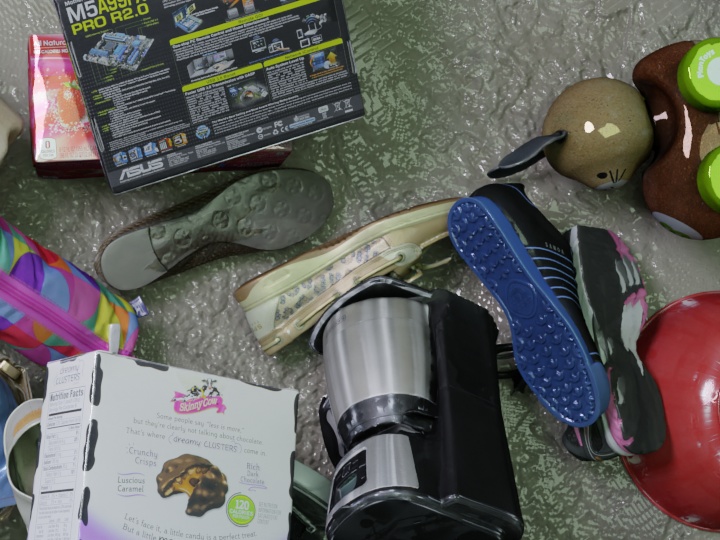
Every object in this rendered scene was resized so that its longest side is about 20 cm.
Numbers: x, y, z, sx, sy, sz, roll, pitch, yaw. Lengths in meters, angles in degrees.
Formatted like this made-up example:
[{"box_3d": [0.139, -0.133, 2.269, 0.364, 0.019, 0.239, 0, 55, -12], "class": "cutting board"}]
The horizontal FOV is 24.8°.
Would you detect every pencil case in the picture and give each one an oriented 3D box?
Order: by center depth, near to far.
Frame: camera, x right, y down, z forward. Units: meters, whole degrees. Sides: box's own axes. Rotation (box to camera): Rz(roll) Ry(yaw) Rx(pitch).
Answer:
[{"box_3d": [-0.239, 0.020, 1.191, 0.088, 0.200, 0.089, -15, 58, 26], "class": "pencil case"}]

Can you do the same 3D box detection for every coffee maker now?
[{"box_3d": [0.061, 0.124, 1.227, 0.190, 0.135, 0.201, 4, 50, -11], "class": "coffee maker"}]

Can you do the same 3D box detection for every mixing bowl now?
[{"box_3d": [0.312, 0.113, 1.325, 0.198, 0.108, 0.202, 1, 84, -9], "class": "mixing bowl"}]

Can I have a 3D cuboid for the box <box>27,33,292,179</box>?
[{"box_3d": [-0.156, -0.129, 1.272, 0.198, 0.095, 0.101, -3, 85, -10], "class": "box"}]

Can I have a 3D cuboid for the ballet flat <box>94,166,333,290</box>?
[{"box_3d": [-0.117, -0.033, 1.300, 0.198, 0.046, 0.068, -22, 101, -15], "class": "ballet flat"}]

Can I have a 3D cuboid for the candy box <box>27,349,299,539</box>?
[{"box_3d": [-0.131, 0.167, 1.088, 0.167, 0.071, 0.202, 15, 71, -37], "class": "candy box"}]

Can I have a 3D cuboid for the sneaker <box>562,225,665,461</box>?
[{"box_3d": [0.179, 0.060, 1.324, 0.080, 0.086, 0.202, 19, 57, -37], "class": "sneaker"}]

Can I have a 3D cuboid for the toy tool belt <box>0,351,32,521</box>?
[{"box_3d": [-0.298, 0.100, 1.180, 0.124, 0.123, 0.202, -17, 114, -13], "class": "toy tool belt"}]

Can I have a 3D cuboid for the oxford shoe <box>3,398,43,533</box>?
[{"box_3d": [-0.191, 0.183, 1.117, 0.075, 0.058, 0.202, -22, 89, -13], "class": "oxford shoe"}]

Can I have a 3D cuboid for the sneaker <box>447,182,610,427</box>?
[{"box_3d": [0.146, 0.020, 1.273, 0.078, 0.070, 0.201, -23, 83, -45], "class": "sneaker"}]

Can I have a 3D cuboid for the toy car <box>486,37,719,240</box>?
[{"box_3d": [0.203, -0.092, 1.305, 0.198, 0.164, 0.160, -10, 86, -3], "class": "toy car"}]

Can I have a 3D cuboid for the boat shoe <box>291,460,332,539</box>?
[{"box_3d": [-0.026, 0.216, 1.273, 0.199, 0.073, 0.068, 42, 65, -13], "class": "boat shoe"}]

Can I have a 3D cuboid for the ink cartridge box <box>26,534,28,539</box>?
[{"box_3d": [-0.146, 0.204, 1.220, 0.198, 0.136, 0.077, 13, 84, -8], "class": "ink cartridge box"}]

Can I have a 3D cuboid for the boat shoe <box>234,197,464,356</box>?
[{"box_3d": [0.000, 0.000, 1.303, 0.198, 0.073, 0.063, -25, 91, -1], "class": "boat shoe"}]

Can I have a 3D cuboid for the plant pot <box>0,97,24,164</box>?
[{"box_3d": [-0.357, -0.113, 1.200, 0.183, 0.200, 0.201, 39, 79, -15], "class": "plant pot"}]

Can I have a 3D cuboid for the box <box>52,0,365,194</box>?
[{"box_3d": [-0.106, -0.159, 1.170, 0.198, 0.044, 0.161, -18, 123, -9], "class": "box"}]
